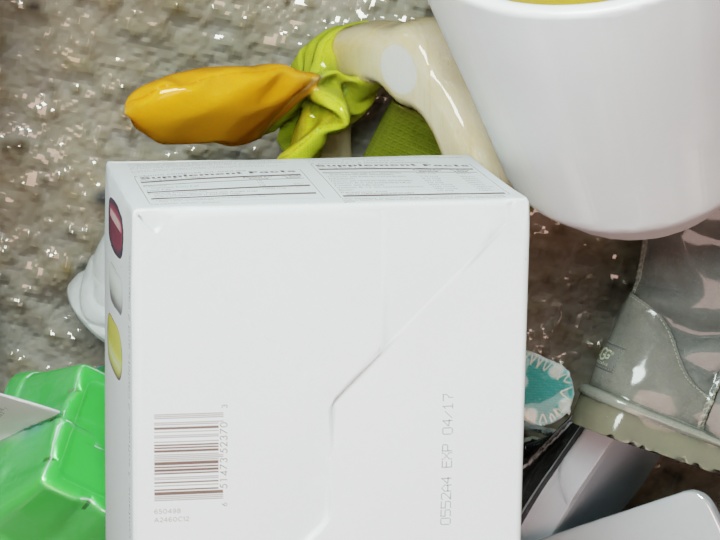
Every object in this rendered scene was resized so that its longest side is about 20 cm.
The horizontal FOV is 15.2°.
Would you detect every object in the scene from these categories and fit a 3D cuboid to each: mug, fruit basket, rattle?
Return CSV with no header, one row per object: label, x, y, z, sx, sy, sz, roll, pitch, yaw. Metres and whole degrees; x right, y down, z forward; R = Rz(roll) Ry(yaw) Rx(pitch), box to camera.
mug,0.104,-0.107,1.088,0.149,0.187,0.153,-6,135,12
fruit basket,-0.123,0.113,1.229,0.185,0.094,0.200,26,155,-16
rattle,0.000,0.000,1.153,0.130,0.143,0.201,-4,103,31

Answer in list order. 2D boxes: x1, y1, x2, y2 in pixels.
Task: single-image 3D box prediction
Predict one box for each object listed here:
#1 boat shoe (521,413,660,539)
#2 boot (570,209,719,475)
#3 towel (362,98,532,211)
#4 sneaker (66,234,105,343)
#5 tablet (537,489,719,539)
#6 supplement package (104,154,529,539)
boat shoe,0.079,0.109,1.279,0.073,0.068,0.200,-15,142,-49
boot,0.194,-0.003,1.191,0.181,0.073,0.201,19,89,-22
towel,0.009,0.022,1.259,0.086,0.018,0.200,21,111,-16
sneaker,-0.029,0.030,1.217,0.200,0.070,0.080,29,106,-7
tablet,0.101,0.184,1.239,0.200,0.014,0.130,-23,99,33
supplement package,-0.021,0.061,1.078,0.155,0.111,0.201,-1,102,-10
